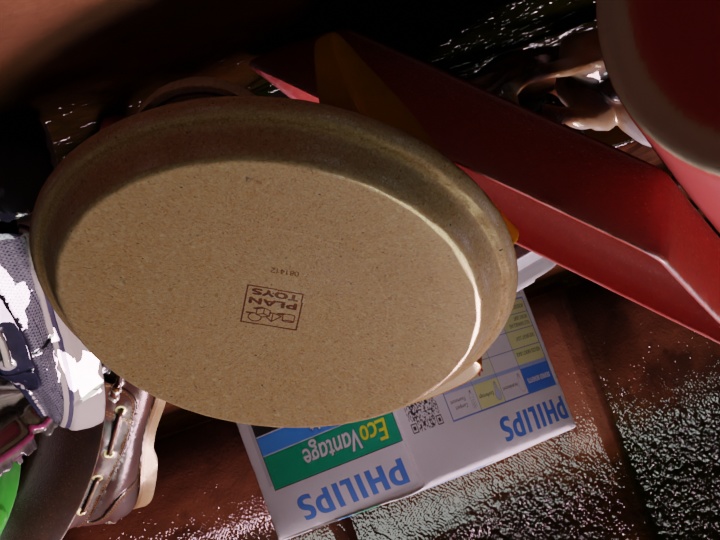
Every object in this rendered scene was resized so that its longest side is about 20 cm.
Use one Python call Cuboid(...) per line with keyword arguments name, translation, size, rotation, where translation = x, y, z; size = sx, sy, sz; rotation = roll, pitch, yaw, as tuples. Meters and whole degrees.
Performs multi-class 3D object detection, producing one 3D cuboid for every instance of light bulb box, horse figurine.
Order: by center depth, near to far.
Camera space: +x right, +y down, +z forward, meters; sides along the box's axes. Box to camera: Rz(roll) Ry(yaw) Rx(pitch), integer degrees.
Cuboid(name="horse figurine", translation=(0.143, -0.075, 0.908), size=(0.133, 0.199, 0.050), rotation=(-50, 160, -53))
Cuboid(name="light bulb box", translation=(0.013, 0.044, 1.167), size=(0.124, 0.201, 0.198), rotation=(-25, 172, 36))

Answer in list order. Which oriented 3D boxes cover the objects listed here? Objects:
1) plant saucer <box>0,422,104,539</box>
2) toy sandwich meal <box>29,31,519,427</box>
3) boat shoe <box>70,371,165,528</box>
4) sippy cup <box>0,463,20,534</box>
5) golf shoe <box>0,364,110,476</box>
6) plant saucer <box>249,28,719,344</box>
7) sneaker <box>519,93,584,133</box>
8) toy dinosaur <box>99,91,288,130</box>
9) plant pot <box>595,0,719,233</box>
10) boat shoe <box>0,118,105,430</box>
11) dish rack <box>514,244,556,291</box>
Cuboid(name="plant saucer", translation=(-0.234, 0.109, 1.079), size=(0.199, 0.202, 0.032), rotation=(-24, 142, 28))
Cuboid(name="toy sandwich meal", translation=(-0.027, -0.010, 0.693), size=(0.203, 0.071, 0.206), rotation=(3, 141, 2))
Cuboid(name="boat shoe", translation=(-0.162, 0.081, 1.126), size=(0.070, 0.070, 0.201), rotation=(-13, 127, -31))
Cuboid(name="sippy cup", translation=(-0.280, 0.103, 0.998), size=(0.139, 0.179, 0.130), rotation=(13, 169, 37))
Cuboid(name="golf shoe", translation=(-0.171, 0.025, 0.954), size=(0.072, 0.093, 0.200), rotation=(-14, -157, 39))
Cuboid(name="plant saucer", translation=(0.075, -0.036, 0.777), size=(0.037, 0.199, 0.200), rotation=(-61, 153, -2))
Cuboid(name="sneaker", translation=(0.095, -0.075, 1.084), size=(0.090, 0.076, 0.200), rotation=(-30, -179, -2))
Cuboid(name="toy dinosaur", translation=(-0.109, -0.013, 0.815), size=(0.198, 0.106, 0.182), rotation=(-10, 156, 11))
Cuboid(name="plant pot", translation=(0.187, -0.090, 0.692), size=(0.199, 0.202, 0.177), rotation=(-24, 162, 26))
Cuboid(name="boat shoe", translation=(-0.163, 0.014, 0.760), size=(0.092, 0.075, 0.201), rotation=(-14, 147, -11))
Cuboid(name="dish rack", translation=(0.000, 0.000, 0.954), size=(0.199, 0.044, 0.171), rotation=(-29, -147, -17))
